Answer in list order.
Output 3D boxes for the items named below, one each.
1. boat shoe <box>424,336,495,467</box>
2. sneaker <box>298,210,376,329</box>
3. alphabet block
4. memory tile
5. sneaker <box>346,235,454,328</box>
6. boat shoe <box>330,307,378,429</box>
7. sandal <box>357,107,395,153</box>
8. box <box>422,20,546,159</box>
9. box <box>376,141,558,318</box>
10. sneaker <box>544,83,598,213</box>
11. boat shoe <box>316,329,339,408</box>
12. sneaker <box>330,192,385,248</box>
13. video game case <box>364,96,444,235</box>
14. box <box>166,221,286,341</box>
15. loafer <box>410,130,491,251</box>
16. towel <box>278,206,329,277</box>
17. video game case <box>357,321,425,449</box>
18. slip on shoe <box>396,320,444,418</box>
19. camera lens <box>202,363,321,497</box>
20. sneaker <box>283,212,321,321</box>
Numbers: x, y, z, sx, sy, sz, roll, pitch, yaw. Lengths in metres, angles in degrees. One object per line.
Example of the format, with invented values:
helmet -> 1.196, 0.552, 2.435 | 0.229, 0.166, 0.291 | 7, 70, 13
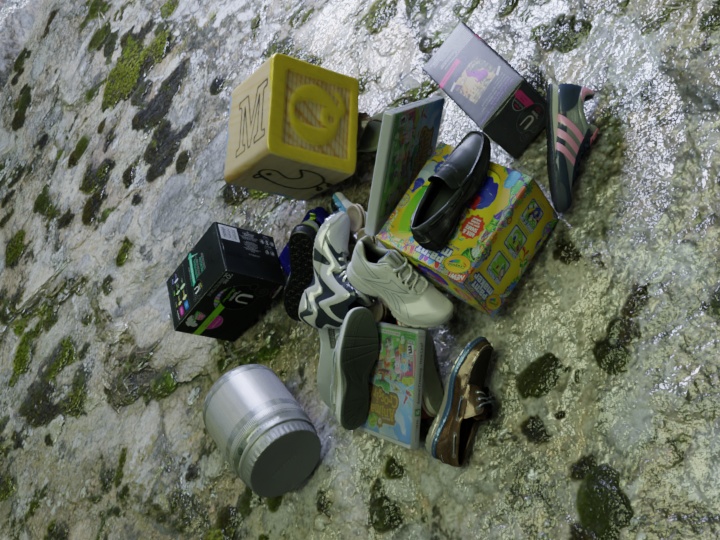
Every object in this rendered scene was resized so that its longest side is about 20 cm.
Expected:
boat shoe -> 0.169, 0.204, 1.348 | 0.072, 0.072, 0.204 | 25, 101, 39
sneaker -> -0.020, 0.008, 1.484 | 0.127, 0.079, 0.203 | 15, 83, 27
alphabet block -> -0.132, -0.266, 1.673 | 0.199, 0.192, 0.201 | -20, 66, 56
memory tile -> 0.000, 0.000, 1.524 | 0.154, 0.017, 0.203 | -52, 55, 45
sneaker -> 0.060, 0.020, 1.381 | 0.198, 0.088, 0.075 | 29, 52, 20
boat shoe -> -0.018, 0.156, 1.444 | 0.064, 0.073, 0.207 | 26, 117, 56
sandal -> -0.006, -0.266, 1.691 | 0.198, 0.057, 0.082 | -9, 65, 41
box -> 0.213, -0.302, 1.465 | 0.106, 0.121, 0.201 | -47, 49, 15
box -> 0.168, -0.067, 1.388 | 0.199, 0.122, 0.194 | 28, 81, 43
sneaker -> 0.330, -0.191, 1.360 | 0.080, 0.070, 0.205 | -1, 86, 3
boat shoe -> -0.043, 0.141, 1.560 | 0.067, 0.057, 0.205 | -4, 87, 10
sneaker -> 0.016, -0.075, 1.590 | 0.086, 0.076, 0.201 | -28, 58, -13
video game case -> 0.074, -0.174, 1.445 | 0.022, 0.181, 0.204 | 21, 117, 25
box -> -0.268, 0.026, 1.732 | 0.200, 0.147, 0.126 | -45, 48, 32
loafer -> 0.135, -0.127, 1.315 | 0.067, 0.070, 0.203 | 18, 74, 41
towel -> -0.077, -0.015, 1.663 | 0.148, 0.049, 0.201 | -51, 48, 13
video game case -> 0.037, 0.179, 1.439 | 0.199, 0.022, 0.187 | 6, 93, 57
slip on shoe -> 0.085, 0.148, 1.442 | 0.061, 0.073, 0.204 | -29, 61, 33
camera lens -> -0.178, 0.278, 1.560 | 0.161, 0.159, 0.200 | -56, 46, 9
sneaker -> -0.092, -0.004, 1.600 | 0.070, 0.083, 0.204 | 14, 118, 10
